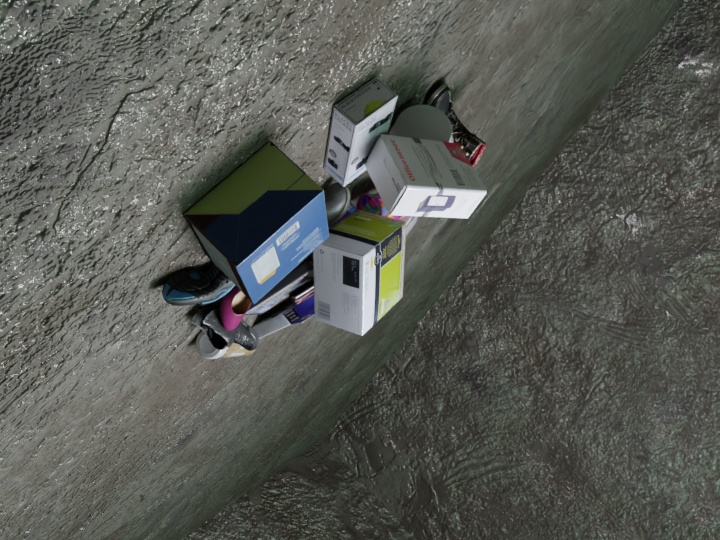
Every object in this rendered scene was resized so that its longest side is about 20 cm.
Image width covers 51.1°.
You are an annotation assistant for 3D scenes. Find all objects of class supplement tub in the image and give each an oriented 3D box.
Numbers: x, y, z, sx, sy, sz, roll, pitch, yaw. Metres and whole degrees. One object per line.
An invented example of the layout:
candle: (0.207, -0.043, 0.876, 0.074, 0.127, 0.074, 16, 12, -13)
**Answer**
supplement tub: (0.128, -0.260, 1.670, 0.144, 0.144, 0.200, -41, 165, -18)

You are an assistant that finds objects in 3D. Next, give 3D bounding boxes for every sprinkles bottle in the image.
sprinkles bottle: (-0.309, 0.169, 1.753, 0.068, 0.068, 0.200, -48, 166, 7)

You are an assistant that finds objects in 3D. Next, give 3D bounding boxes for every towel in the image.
towel: (-0.108, 0.035, 1.846, 0.144, 0.023, 0.200, -33, -175, -8)

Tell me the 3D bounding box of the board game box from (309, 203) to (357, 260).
board game box: (-0.066, -0.080, 1.810, 0.134, 0.045, 0.200, -43, 166, -12)

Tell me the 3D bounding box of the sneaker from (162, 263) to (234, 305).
sneaker: (-0.299, 0.040, 1.418, 0.082, 0.073, 0.200, -54, 163, 27)

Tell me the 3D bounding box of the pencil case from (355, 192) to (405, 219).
pencil case: (0.079, -0.162, 1.810, 0.200, 0.088, 0.088, -22, 153, -45)

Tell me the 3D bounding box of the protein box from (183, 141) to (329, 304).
protein box: (-0.173, -0.078, 1.329, 0.199, 0.135, 0.200, -43, 165, -13)

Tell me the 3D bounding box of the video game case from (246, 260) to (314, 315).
video game case: (-0.176, 0.042, 1.736, 0.200, 0.026, 0.181, -33, 174, 6)

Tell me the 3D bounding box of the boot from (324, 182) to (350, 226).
boot: (-0.121, -0.113, 1.542, 0.182, 0.073, 0.200, -51, 160, 15)

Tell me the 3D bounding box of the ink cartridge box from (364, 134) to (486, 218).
ink cartridge box: (0.128, -0.185, 1.493, 0.200, 0.145, 0.084, 0, 141, -33)

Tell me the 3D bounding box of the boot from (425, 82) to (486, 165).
boot: (0.218, -0.328, 1.725, 0.073, 0.151, 0.200, -42, 164, -16)

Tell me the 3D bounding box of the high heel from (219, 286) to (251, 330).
high heel: (-0.224, 0.054, 1.514, 0.067, 0.096, 0.200, -12, 130, -46)

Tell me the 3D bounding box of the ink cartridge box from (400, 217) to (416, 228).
ink cartridge box: (0.080, -0.116, 1.969, 0.200, 0.085, 0.146, -55, 172, -30)

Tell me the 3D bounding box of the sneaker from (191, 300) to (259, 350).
sneaker: (-0.288, 0.135, 1.622, 0.200, 0.060, 0.104, 69, 34, -42)

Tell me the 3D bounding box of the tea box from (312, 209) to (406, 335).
tea box: (0.000, 0.000, 1.677, 0.197, 0.133, 0.200, -37, 137, -49)

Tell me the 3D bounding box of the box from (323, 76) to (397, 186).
box: (-0.003, -0.264, 1.458, 0.117, 0.060, 0.200, -39, 164, -25)

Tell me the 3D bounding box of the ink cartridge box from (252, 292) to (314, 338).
ink cartridge box: (-0.148, 0.095, 1.908, 0.200, 0.041, 0.199, -23, -173, 46)
